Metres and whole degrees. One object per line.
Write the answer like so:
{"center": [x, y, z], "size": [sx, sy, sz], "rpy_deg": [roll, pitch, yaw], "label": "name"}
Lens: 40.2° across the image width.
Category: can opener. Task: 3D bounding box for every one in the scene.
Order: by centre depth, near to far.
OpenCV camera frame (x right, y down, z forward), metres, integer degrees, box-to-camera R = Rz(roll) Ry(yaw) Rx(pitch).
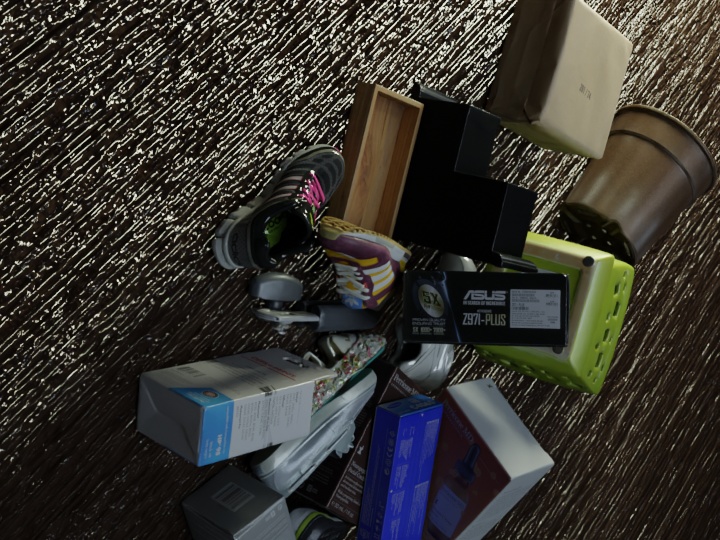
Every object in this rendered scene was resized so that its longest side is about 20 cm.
{"center": [-0.052, 0.044, 1.184], "size": [0.198, 0.052, 0.068], "rpy_deg": [8, 96, -50], "label": "can opener"}

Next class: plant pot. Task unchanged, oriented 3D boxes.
{"center": [0.266, 0.050, 1.404], "size": [0.181, 0.196, 0.204], "rpy_deg": [27, 80, -67], "label": "plant pot"}
{"center": [0.435, -0.125, 1.590], "size": [0.199, 0.199, 0.201], "rpy_deg": [-48, 134, -16], "label": "plant pot"}

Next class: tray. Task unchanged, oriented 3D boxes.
{"center": [0.013, -0.120, 1.217], "size": [0.098, 0.037, 0.204], "rpy_deg": [10, 94, -49], "label": "tray"}

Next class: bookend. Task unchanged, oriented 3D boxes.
{"center": [0.142, -0.118, 1.238], "size": [0.091, 0.197, 0.204], "rpy_deg": [9, 95, -50], "label": "bookend"}

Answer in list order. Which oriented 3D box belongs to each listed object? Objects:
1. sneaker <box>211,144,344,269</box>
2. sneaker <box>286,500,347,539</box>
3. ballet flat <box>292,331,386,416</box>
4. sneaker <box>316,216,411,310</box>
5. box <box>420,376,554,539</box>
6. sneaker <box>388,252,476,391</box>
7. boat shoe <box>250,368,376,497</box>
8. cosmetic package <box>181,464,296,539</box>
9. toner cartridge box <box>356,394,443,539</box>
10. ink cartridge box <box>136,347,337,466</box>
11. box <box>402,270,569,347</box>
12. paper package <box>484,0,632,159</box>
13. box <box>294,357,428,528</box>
{"center": [-0.072, -0.066, 1.098], "size": [0.200, 0.087, 0.075], "rpy_deg": [-44, 132, -30], "label": "sneaker"}
{"center": [-0.071, 0.324, 1.246], "size": [0.072, 0.082, 0.201], "rpy_deg": [-54, 162, -18], "label": "sneaker"}
{"center": [-0.042, 0.119, 1.213], "size": [0.199, 0.075, 0.065], "rpy_deg": [-40, 106, -38], "label": "ballet flat"}
{"center": [0.000, 0.000, 1.138], "size": [0.199, 0.074, 0.092], "rpy_deg": [21, 89, -63], "label": "sneaker"}
{"center": [0.135, 0.271, 1.339], "size": [0.105, 0.153, 0.201], "rpy_deg": [-5, 139, -46], "label": "box"}
{"center": [0.098, 0.062, 1.347], "size": [0.099, 0.077, 0.204], "rpy_deg": [24, 82, -44], "label": "sneaker"}
{"center": [-0.047, 0.203, 1.221], "size": [0.200, 0.070, 0.072], "rpy_deg": [-39, 104, -26], "label": "boat shoe"}
{"center": [-0.129, 0.344, 1.160], "size": [0.090, 0.106, 0.203], "rpy_deg": [-32, 123, -38], "label": "cosmetic package"}
{"center": [0.050, 0.269, 1.277], "size": [0.094, 0.043, 0.204], "rpy_deg": [-6, 108, -51], "label": "toner cartridge box"}
{"center": [-0.131, 0.144, 1.080], "size": [0.198, 0.115, 0.068], "rpy_deg": [-7, 108, -47], "label": "ink cartridge box"}
{"center": [0.152, 0.049, 1.222], "size": [0.164, 0.196, 0.088], "rpy_deg": [39, 52, -83], "label": "box"}
{"center": [0.291, -0.279, 1.428], "size": [0.198, 0.102, 0.194], "rpy_deg": [16, 91, -49], "label": "paper package"}
{"center": [0.002, 0.224, 1.293], "size": [0.100, 0.074, 0.203], "rpy_deg": [42, 69, -47], "label": "box"}
